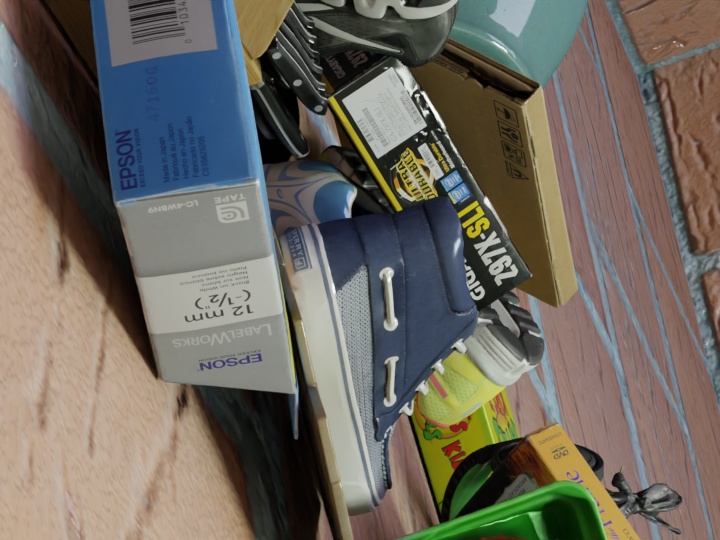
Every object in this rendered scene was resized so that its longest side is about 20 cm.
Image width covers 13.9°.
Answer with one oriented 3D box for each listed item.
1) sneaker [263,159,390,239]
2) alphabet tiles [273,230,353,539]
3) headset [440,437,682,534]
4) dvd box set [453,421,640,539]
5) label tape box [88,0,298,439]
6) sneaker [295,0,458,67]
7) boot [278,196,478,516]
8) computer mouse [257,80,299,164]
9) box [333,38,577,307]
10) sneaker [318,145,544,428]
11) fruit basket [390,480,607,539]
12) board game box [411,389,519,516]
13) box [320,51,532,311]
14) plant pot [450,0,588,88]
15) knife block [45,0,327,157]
[{"bbox_3d":[0.000,0.000,1.582,0.200,0.072,0.072,42,63,-60],"label":"sneaker"},{"bbox_3d":[-0.022,0.071,1.420,0.200,0.006,0.167,-110,-172,-66],"label":"alphabet tiles"},{"bbox_3d":[0.106,0.153,1.693,0.094,0.200,0.124,-10,80,-39],"label":"headset"},{"bbox_3d":[0.120,0.203,1.602,0.029,0.146,0.201,-19,67,-40],"label":"dvd box set"},{"bbox_3d":[-0.072,-0.032,1.301,0.201,0.066,0.144,86,-5,-55],"label":"label tape box"},{"bbox_3d":[-0.039,-0.148,1.453,0.091,0.199,0.067,88,26,-56],"label":"sneaker"},{"bbox_3d":[0.018,0.047,1.493,0.201,0.090,0.073,80,-4,-50],"label":"boot"},{"bbox_3d":[-0.071,-0.152,1.612,0.059,0.034,0.201,-17,88,-78],"label":"computer mouse"},{"bbox_3d":[0.048,-0.073,1.750,0.163,0.021,0.201,29,-25,27],"label":"box"},{"bbox_3d":[0.020,0.008,1.724,0.078,0.090,0.200,13,34,-47],"label":"sneaker"},{"bbox_3d":[0.074,0.221,1.481,0.216,0.154,0.217,162,-90,-83],"label":"fruit basket"},{"bbox_3d":[0.066,0.098,1.854,0.102,0.047,0.201,17,56,-77],"label":"board game box"},{"bbox_3d":[0.011,-0.084,1.592,0.160,0.049,0.200,55,2,-32],"label":"box"},{"bbox_3d":[0.058,-0.180,1.937,0.200,0.199,0.189,61,30,-45],"label":"plant pot"},{"bbox_3d":[-0.102,-0.113,1.364,0.199,0.176,0.064,10,47,-25],"label":"knife block"}]
